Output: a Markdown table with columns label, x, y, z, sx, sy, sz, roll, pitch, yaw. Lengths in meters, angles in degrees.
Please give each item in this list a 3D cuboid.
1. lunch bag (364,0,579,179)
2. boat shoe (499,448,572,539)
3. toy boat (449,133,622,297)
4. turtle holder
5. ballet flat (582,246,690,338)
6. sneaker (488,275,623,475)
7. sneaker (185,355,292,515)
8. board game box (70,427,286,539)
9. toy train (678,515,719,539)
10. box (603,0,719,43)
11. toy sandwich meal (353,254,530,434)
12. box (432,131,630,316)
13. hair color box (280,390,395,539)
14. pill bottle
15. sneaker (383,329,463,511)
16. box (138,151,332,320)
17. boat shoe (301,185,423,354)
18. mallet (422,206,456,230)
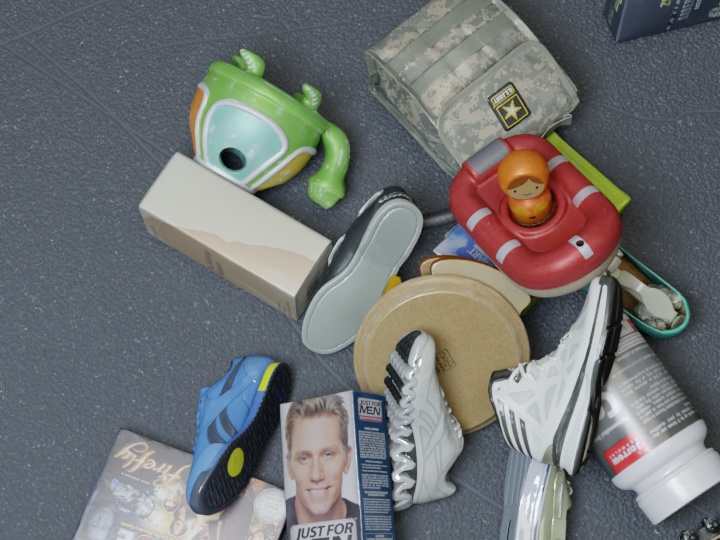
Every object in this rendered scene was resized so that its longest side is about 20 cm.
| label | x | y | z | sx | sy | sz | roll | pitch | yaw |
| --- | --- | --- | --- | --- | --- | --- | --- | --- | --- |
| lunch bag | 0.127 | -0.205 | 1.521 | 0.164 | 0.118 | 0.200 | -39 | 73 | -10 |
| boat shoe | 0.187 | 0.236 | 1.409 | 0.062 | 0.072 | 0.200 | 14 | 79 | -13 |
| toy boat | 0.172 | -0.072 | 1.366 | 0.130 | 0.131 | 0.200 | -36 | 55 | -5 |
| turtle holder | -0.105 | -0.149 | 1.507 | 0.185 | 0.141 | 0.132 | 31 | 87 | -31 |
| ballet flat | 0.275 | 0.004 | 1.448 | 0.200 | 0.070 | 0.067 | 35 | 80 | -10 |
| sneaker | 0.187 | 0.093 | 1.346 | 0.115 | 0.076 | 0.201 | 16 | 97 | 22 |
| sneaker | -0.143 | 0.168 | 1.404 | 0.078 | 0.066 | 0.200 | 8 | 47 | 22 |
| board game box | -0.182 | 0.261 | 1.404 | 0.200 | 0.035 | 0.136 | 19 | 72 | 6 |
| toy train | 0.305 | 0.311 | 1.394 | 0.200 | 0.034 | 0.046 | -28 | 77 | -9 |
| box | 0.368 | -0.346 | 1.532 | 0.157 | 0.200 | 0.051 | -13 | 66 | -5 |
| toy sandwich meal | 0.087 | 0.078 | 1.433 | 0.205 | 0.070 | 0.205 | 1 | 110 | 2 |
| box | 0.189 | -0.045 | 1.506 | 0.122 | 0.048 | 0.200 | 43 | 77 | 14 |
| hair color box | -0.023 | 0.228 | 1.373 | 0.100 | 0.060 | 0.200 | -15 | 72 | 35 |
| pill bottle | 0.284 | 0.154 | 1.405 | 0.114 | 0.114 | 0.200 | -31 | 74 | -11 |
| sneaker | 0.066 | 0.152 | 1.391 | 0.081 | 0.075 | 0.200 | -1 | 114 | -11 |
| box | -0.134 | -0.037 | 1.477 | 0.200 | 0.095 | 0.078 | 30 | 74 | 10 |
| boat shoe | 0.000 | 0.000 | 1.459 | 0.076 | 0.060 | 0.200 | 31 | 107 | -23 |
| mallet | 0.133 | -0.079 | 1.479 | 0.200 | 0.041 | 0.066 | -8 | 68 | 4 |
